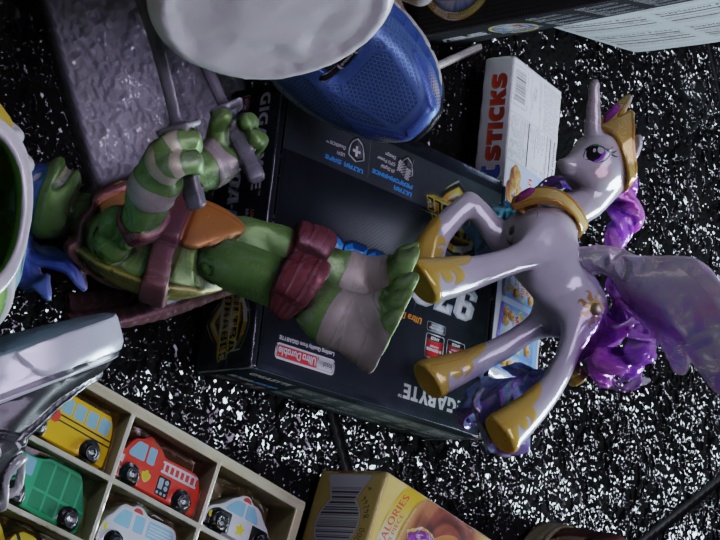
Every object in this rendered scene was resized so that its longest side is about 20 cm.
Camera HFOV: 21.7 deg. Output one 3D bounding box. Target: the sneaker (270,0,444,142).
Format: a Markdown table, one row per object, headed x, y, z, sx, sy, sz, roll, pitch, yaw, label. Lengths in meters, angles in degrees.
| x | y | z | sx | sy | sz | roll | pitch | yaw | label |
| --- | --- | --- | --- | --- | --- | --- | --- | --- | --- |
| -0.043 | -0.131 | 0.943 | 0.200 | 0.079 | 0.089 | 38 | 15 | -7 | sneaker |

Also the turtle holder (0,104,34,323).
| x | y | z | sx | sy | sz | roll | pitch | yaw | label |
| --- | --- | --- | --- | --- | --- | --- | --- | --- | --- |
| -0.195 | -0.039 | 0.790 | 0.141 | 0.131 | 0.186 | 47 | 55 | -33 | turtle holder |

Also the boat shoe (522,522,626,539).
| x | y | z | sx | sy | sz | roll | pitch | yaw | label |
| --- | --- | --- | --- | --- | --- | --- | --- | --- | --- |
| 0.106 | 0.234 | 1.139 | 0.200 | 0.072 | 0.072 | -51 | 122 | -38 | boat shoe |

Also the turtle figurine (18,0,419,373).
| x | y | z | sx | sy | sz | roll | pitch | yaw | label |
| --- | --- | --- | --- | --- | --- | --- | --- | --- | --- |
| -0.057 | -0.048 | 0.902 | 0.193 | 0.144 | 0.201 | 25 | 73 | -5 | turtle figurine |

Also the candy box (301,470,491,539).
| x | y | z | sx | sy | sz | roll | pitch | yaw | label |
| --- | --- | --- | --- | --- | --- | --- | --- | --- | --- |
| 0.004 | 0.226 | 1.041 | 0.117 | 0.056 | 0.201 | 37 | 59 | -39 | candy box |

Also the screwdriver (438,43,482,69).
| x | y | z | sx | sy | sz | roll | pitch | yaw | label |
| --- | --- | --- | --- | --- | --- | --- | --- | --- | --- |
| 0.040 | -0.120 | 1.104 | 0.028 | 0.029 | 0.200 | 39 | 31 | 9 | screwdriver |

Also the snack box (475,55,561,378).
| x | y | z | sx | sy | sz | roll | pitch | yaw | label |
| --- | --- | --- | --- | --- | --- | --- | --- | --- | --- |
| 0.094 | -0.027 | 1.178 | 0.072 | 0.024 | 0.202 | 26 | 67 | -57 | snack box |

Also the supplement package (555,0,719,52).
| x | y | z | sx | sy | sz | roll | pitch | yaw | label |
| --- | --- | --- | --- | --- | --- | --- | --- | --- | --- |
| 0.191 | -0.254 | 1.203 | 0.199 | 0.146 | 0.193 | 4 | 82 | -57 | supplement package |

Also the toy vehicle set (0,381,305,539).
| x | y | z | sx | sy | sz | roll | pitch | yaw | label |
| --- | --- | --- | --- | --- | --- | --- | --- | --- | --- |
| -0.117 | 0.137 | 0.937 | 0.200 | 0.026 | 0.125 | 35 | 62 | -40 | toy vehicle set |

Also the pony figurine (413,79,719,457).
| x | y | z | sx | sy | sz | roll | pitch | yaw | label |
| --- | --- | --- | --- | --- | --- | --- | --- | --- | --- |
| 0.123 | 0.015 | 1.074 | 0.200 | 0.166 | 0.194 | -37 | 108 | -29 | pony figurine |

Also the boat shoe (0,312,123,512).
| x | y | z | sx | sy | sz | roll | pitch | yaw | label |
| --- | --- | --- | --- | --- | --- | --- | --- | --- | --- |
| -0.183 | 0.080 | 0.824 | 0.199 | 0.073 | 0.069 | -28 | 103 | -39 | boat shoe |

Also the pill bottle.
| x | y | z | sx | sy | sz | roll | pitch | yaw | label |
| --- | --- | --- | --- | --- | --- | --- | --- | --- | --- |
| -0.050 | -0.196 | 0.849 | 0.112 | 0.112 | 0.201 | 25 | 45 | -44 | pill bottle |

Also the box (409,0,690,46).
| x | y | z | sx | sy | sz | roll | pitch | yaw | label |
| --- | --- | --- | --- | --- | --- | --- | --- | --- | --- |
| 0.113 | -0.226 | 1.096 | 0.044 | 0.199 | 0.162 | 2 | 85 | -47 | box |

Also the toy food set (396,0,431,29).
| x | y | z | sx | sy | sz | roll | pitch | yaw | label |
| --- | --- | --- | --- | --- | --- | --- | --- | --- | --- |
| 0.042 | -0.196 | 1.028 | 0.143 | 0.060 | 0.201 | -38 | 158 | -58 | toy food set |

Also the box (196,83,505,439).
| x | y | z | sx | sy | sz | roll | pitch | yaw | label |
| --- | --- | --- | --- | --- | --- | --- | --- | --- | --- |
| 0.000 | 0.000 | 1.064 | 0.199 | 0.046 | 0.160 | 21 | 70 | -45 | box |
